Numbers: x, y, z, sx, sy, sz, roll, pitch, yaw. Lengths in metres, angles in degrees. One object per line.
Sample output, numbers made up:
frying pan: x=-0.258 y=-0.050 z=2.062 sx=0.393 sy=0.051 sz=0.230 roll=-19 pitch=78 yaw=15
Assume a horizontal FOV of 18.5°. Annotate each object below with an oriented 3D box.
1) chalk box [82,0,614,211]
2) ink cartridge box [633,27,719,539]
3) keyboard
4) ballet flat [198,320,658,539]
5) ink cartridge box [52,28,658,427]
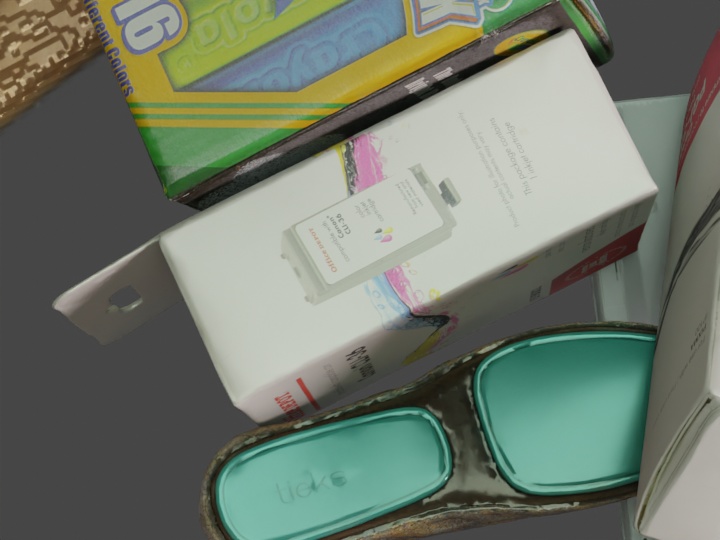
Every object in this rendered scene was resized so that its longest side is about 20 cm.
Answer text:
chalk box: x=0.011 y=-0.115 z=0.785 sx=0.199 sy=0.124 sz=0.124 roll=-27 pitch=80 yaw=9
ink cartridge box: x=0.179 y=0.011 z=0.756 sx=0.146 sy=0.083 sz=0.201 roll=17 pitch=49 yaw=-2
keyboard: x=0.119 y=0.031 z=0.840 sx=0.056 sy=0.011 sz=0.201 roll=-5 pitch=79 yaw=-7
ballet flat: x=0.039 y=0.064 z=0.802 sx=0.199 sy=0.067 sz=0.068 roll=-10 pitch=77 yaw=-4
ink cartridge box: x=0.000 y=0.000 z=0.786 sx=0.199 sy=0.116 sz=0.068 roll=-26 pitch=79 yaw=-1
